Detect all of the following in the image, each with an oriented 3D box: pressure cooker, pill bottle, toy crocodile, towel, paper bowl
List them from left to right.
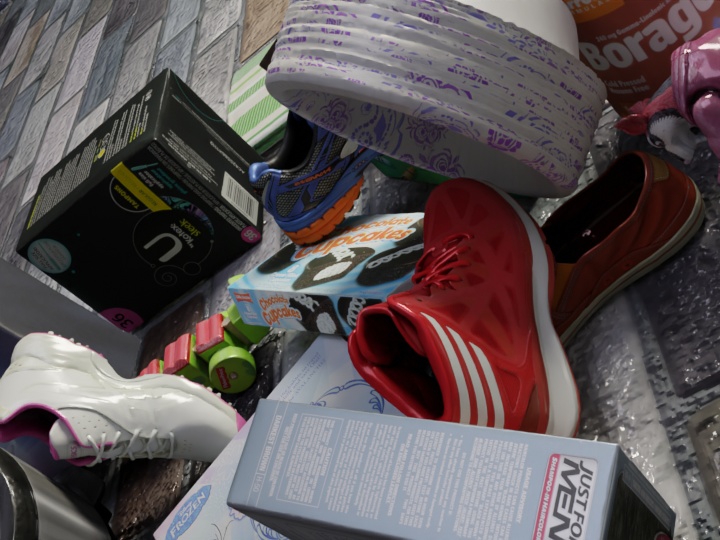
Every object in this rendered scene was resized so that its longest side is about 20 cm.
[{"bbox_3d":[-0.268,0.228,0.754,0.174,0.201,0.180,-23,57,3],"label":"pressure cooker"},{"bbox_3d":[-0.146,0.084,0.870,0.199,0.062,0.068,-39,32,17],"label":"toy crocodile"},{"bbox_3d":[-0.093,-0.203,1.153,0.152,0.023,0.201,-35,33,22],"label":"towel"},{"bbox_3d":[0.050,-0.123,0.618,0.200,0.199,0.106,20,90,57],"label":"paper bowl"},{"bbox_3d":[0.162,-0.189,0.642,0.111,0.200,0.113,-32,35,25],"label":"pill bottle"}]

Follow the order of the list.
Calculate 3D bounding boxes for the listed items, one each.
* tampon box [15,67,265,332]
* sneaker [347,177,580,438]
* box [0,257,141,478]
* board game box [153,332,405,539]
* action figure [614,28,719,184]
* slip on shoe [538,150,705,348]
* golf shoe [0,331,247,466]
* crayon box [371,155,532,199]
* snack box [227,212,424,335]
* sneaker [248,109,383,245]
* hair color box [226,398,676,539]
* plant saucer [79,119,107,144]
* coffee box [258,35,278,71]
[{"bbox_3d":[-0.214,-0.064,1.031,0.199,0.150,0.127,-34,33,23],"label":"tampon box"},{"bbox_3d":[0.047,0.007,0.569,0.078,0.114,0.202,-47,39,28],"label":"sneaker"},{"bbox_3d":[-0.326,0.110,0.891,0.201,0.197,0.124,-54,18,14],"label":"box"},{"bbox_3d":[-0.035,0.157,0.669,0.201,0.043,0.199,-50,32,-1],"label":"board game box"},{"bbox_3d":[0.226,-0.102,0.535,0.197,0.149,0.136,-10,53,27],"label":"action figure"},{"bbox_3d":[0.116,0.002,0.631,0.200,0.061,0.074,-42,34,15],"label":"slip on shoe"},{"bbox_3d":[-0.182,0.118,0.778,0.092,0.197,0.076,-70,-4,-47],"label":"golf shoe"},{"bbox_3d":[0.085,-0.130,0.812,0.120,0.058,0.199,-57,32,-11],"label":"crayon box"},{"bbox_3d":[0.000,0.000,0.761,0.116,0.038,0.199,-37,22,-32],"label":"snack box"},{"bbox_3d":[-0.012,-0.117,0.792,0.201,0.078,0.075,-56,33,-3],"label":"sneaker"},{"bbox_3d":[0.043,0.118,0.510,0.197,0.099,0.061,3,64,34],"label":"hair color box"},{"bbox_3d":[-0.360,-0.125,1.390,0.199,0.037,0.202,-32,36,27],"label":"plant saucer"},{"bbox_3d":[-0.007,-0.250,0.975,0.113,0.079,0.201,-44,14,39],"label":"coffee box"}]
